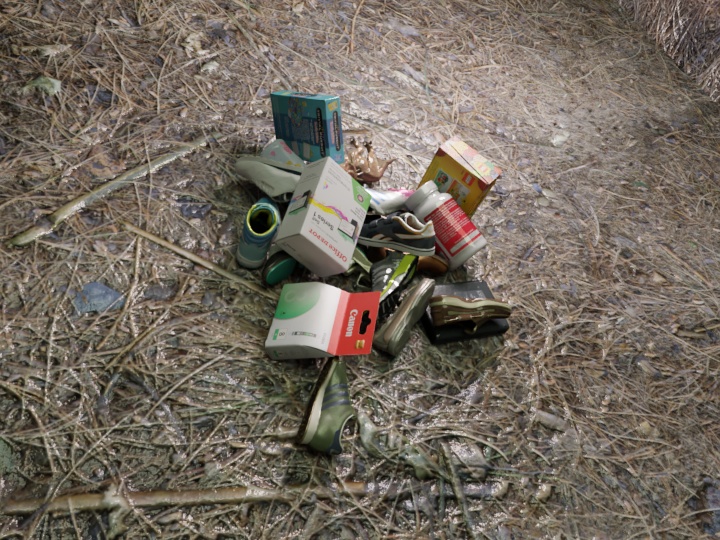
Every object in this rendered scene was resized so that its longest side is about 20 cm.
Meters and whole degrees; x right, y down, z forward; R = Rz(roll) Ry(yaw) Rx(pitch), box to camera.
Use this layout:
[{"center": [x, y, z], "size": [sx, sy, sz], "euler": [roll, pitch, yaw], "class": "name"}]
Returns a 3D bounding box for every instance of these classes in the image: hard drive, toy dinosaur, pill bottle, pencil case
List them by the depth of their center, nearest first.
[{"center": [0.222, 0.090, 1.464], "size": [0.199, 0.033, 0.140], "euler": [-5, 55, -27], "class": "hard drive"}, {"center": [-0.150, -0.215, 1.518], "size": [0.083, 0.091, 0.200], "euler": [-43, 73, -7], "class": "pencil case"}, {"center": [0.197, -0.108, 1.537], "size": [0.112, 0.112, 0.200], "euler": [-34, 85, -40], "class": "pill bottle"}, {"center": [0.001, -0.250, 1.616], "size": [0.199, 0.086, 0.136], "euler": [4, 51, -27], "class": "toy dinosaur"}]

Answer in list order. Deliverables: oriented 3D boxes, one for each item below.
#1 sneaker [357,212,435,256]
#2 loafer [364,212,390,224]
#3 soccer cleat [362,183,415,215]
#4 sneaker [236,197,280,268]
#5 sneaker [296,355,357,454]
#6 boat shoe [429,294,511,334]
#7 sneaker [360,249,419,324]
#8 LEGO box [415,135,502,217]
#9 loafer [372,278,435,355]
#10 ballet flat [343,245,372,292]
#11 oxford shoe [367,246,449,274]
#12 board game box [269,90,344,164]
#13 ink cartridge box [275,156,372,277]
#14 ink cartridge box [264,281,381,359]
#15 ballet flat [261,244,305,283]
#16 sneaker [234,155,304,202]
[{"center": [0.068, -0.089, 1.398], "size": [0.199, 0.080, 0.078], "euler": [12, 22, 21], "class": "sneaker"}, {"center": [0.057, -0.092, 1.485], "size": [0.199, 0.071, 0.073], "euler": [8, 87, 5], "class": "loafer"}, {"center": [0.054, -0.157, 1.581], "size": [0.199, 0.070, 0.087], "euler": [3, 69, -21], "class": "soccer cleat"}, {"center": [-0.201, -0.113, 1.376], "size": [0.079, 0.131, 0.200], "euler": [16, 46, -10], "class": "sneaker"}, {"center": [-0.045, 0.248, 1.196], "size": [0.090, 0.067, 0.201], "euler": [30, 46, -9], "class": "sneaker"}, {"center": [0.237, 0.101, 1.402], "size": [0.202, 0.075, 0.075], "euler": [5, 74, -22], "class": "boat shoe"}, {"center": [0.046, 0.031, 1.352], "size": [0.081, 0.074, 0.200], "euler": [21, 49, 22], "class": "sneaker"}, {"center": [0.228, -0.201, 1.595], "size": [0.149, 0.200, 0.077], "euler": [40, 48, 11], "class": "LEGO box"}, {"center": [0.091, 0.087, 1.370], "size": [0.063, 0.072, 0.200], "euler": [19, 56, 24], "class": "loafer"}, {"center": [0.000, 0.000, 1.423], "size": [0.200, 0.070, 0.069], "euler": [40, 48, 11], "class": "ballet flat"}, {"center": [0.107, -0.014, 1.489], "size": [0.199, 0.071, 0.072], "euler": [12, 73, -12], "class": "oxford shoe"}, {"center": [-0.125, -0.334, 1.523], "size": [0.047, 0.152, 0.200], "euler": [-26, 33, -38], "class": "board game box"}, {"center": [-0.073, -0.109, 1.356], "size": [0.145, 0.084, 0.201], "euler": [38, 56, -34], "class": "ink cartridge box"}, {"center": [-0.071, 0.092, 1.253], "size": [0.199, 0.050, 0.161], "euler": [-7, 44, 19], "class": "ink cartridge box"}, {"center": [-0.150, -0.026, 1.378], "size": [0.068, 0.068, 0.200], "euler": [39, 36, 23], "class": "ballet flat"}, {"center": [-0.196, -0.198, 1.440], "size": [0.199, 0.076, 0.081], "euler": [15, 85, 19], "class": "sneaker"}]
